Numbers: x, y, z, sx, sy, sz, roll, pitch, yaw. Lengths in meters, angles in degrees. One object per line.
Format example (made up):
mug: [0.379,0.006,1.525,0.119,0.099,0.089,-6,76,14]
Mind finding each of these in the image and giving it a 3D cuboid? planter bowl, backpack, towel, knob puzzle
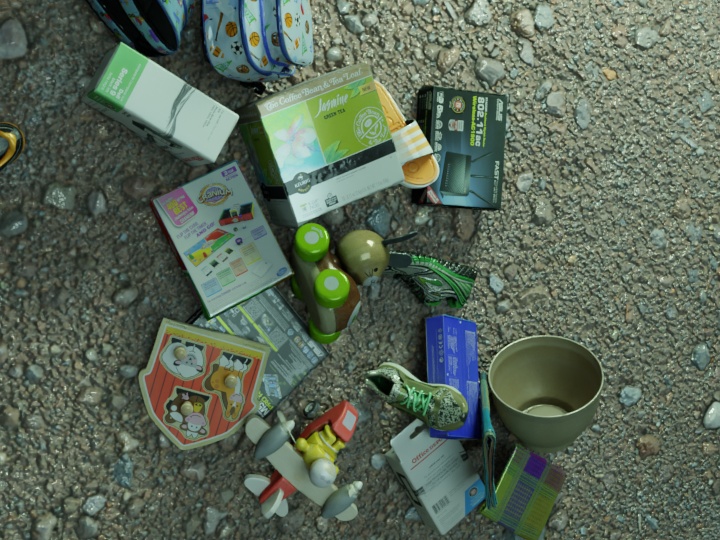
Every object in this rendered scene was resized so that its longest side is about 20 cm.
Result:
planter bowl: [0.326,0.232,1.760,0.198,0.200,0.137,-24,129,-19]
backpack: [-0.157,-0.368,1.486,0.190,0.151,0.204,-24,107,-62]
towel: [0.296,0.402,1.803,0.199,0.023,0.145,33,82,-43]
towel: [0.216,0.284,1.694,0.021,0.201,0.149,-2,113,6]
backpack: [-0.315,-0.415,1.437,0.135,0.181,0.201,-51,125,-29]
knob puzzle: [-0.250,0.191,1.554,0.215,0.031,0.224,-2,107,-7]

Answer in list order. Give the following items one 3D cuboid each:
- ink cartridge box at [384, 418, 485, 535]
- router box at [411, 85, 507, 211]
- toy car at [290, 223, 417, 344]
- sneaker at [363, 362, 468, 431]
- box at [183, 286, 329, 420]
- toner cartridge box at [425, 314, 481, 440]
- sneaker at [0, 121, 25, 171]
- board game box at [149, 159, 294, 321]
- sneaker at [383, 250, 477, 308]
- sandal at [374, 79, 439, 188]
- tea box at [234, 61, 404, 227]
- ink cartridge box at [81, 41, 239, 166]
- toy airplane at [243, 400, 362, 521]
ink cartridge box: [0.123,0.337,1.733,0.115,0.068,0.202,-35,106,-20]
router box: [0.170,-0.207,1.715,0.147,0.062,0.204,2,93,-24]
toy car: [0.000,0.000,1.574,0.197,0.165,0.160,-19,67,-15]
sneaker: [0.083,0.209,1.633,0.088,0.198,0.078,9,98,-56]
box: [-0.169,0.115,1.606,0.160,0.044,0.201,-44,108,-13]
toner cartridge box: [0.158,0.184,1.703,0.094,0.043,0.204,15,68,-45]
sneaker: [-0.559,-0.141,1.404,0.200,0.077,0.079,-44,110,-13]
board game box: [-0.214,-0.048,1.547,0.151,0.040,0.203,-26,88,-19]
sneaker: [0.109,0.017,1.698,0.197,0.078,0.087,15,89,-24]
sandal: [0.054,-0.227,1.633,0.078,0.059,0.208,-32,84,-10]
tea box: [-0.065,-0.198,1.577,0.197,0.133,0.200,-24,102,-19]
ink cartridge box: [-0.295,-0.239,1.470,0.198,0.146,0.085,30,82,-22]
toy airplane: [-0.089,0.317,1.601,0.196,0.141,0.203,-3,100,-26]
